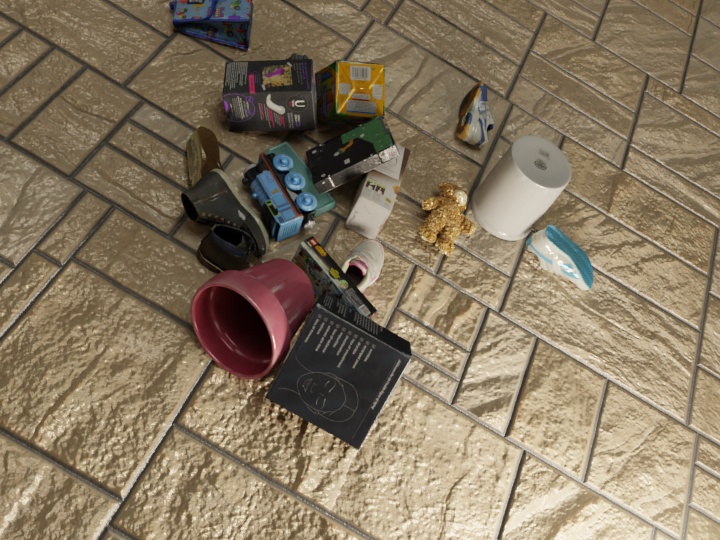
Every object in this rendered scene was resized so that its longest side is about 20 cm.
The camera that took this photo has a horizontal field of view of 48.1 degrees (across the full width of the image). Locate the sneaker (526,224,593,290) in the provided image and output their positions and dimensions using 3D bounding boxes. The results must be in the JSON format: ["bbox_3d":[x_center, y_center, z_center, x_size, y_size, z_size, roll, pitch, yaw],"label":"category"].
[{"bbox_3d":[0.481,-0.024,1.926,0.200,0.081,0.077,43,48,-17],"label":"sneaker"}]

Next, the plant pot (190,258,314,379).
[{"bbox_3d":[-0.185,0.073,1.506,0.200,0.200,0.179,42,42,8],"label":"plant pot"}]

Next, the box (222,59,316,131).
[{"bbox_3d":[-0.199,-0.390,1.804,0.198,0.123,0.107,-1,57,1],"label":"box"}]

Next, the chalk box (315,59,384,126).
[{"bbox_3d":[-0.035,-0.409,1.902,0.123,0.200,0.126,0,91,-21],"label":"chalk box"}]

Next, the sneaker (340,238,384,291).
[{"bbox_3d":[0.000,0.000,1.691,0.081,0.088,0.201,32,52,-1],"label":"sneaker"}]

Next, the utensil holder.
[{"bbox_3d":[0.379,-0.195,1.911,0.168,0.200,0.171,11,56,-16],"label":"utensil holder"}]

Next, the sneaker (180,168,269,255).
[{"bbox_3d":[-0.275,-0.096,1.630,0.106,0.075,0.201,-41,99,-36],"label":"sneaker"}]

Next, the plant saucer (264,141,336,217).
[{"bbox_3d":[-0.134,-0.210,1.817,0.070,0.019,0.200,-29,72,-35],"label":"plant saucer"}]

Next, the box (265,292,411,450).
[{"bbox_3d":[-0.037,0.181,1.473,0.195,0.201,0.124,30,9,-1],"label":"box"}]

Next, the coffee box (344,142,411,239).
[{"bbox_3d":[0.039,-0.187,1.814,0.079,0.115,0.201,24,53,-7],"label":"coffee box"}]

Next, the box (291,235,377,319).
[{"bbox_3d":[-0.065,0.048,1.602,0.040,0.137,0.200,-32,75,-37],"label":"box"}]

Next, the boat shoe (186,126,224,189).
[{"bbox_3d":[-0.331,-0.207,1.711,0.073,0.062,0.202,20,51,-43],"label":"boat shoe"}]

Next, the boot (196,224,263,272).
[{"bbox_3d":[-0.227,-0.018,1.600,0.198,0.097,0.075,25,52,-6],"label":"boot"}]

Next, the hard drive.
[{"bbox_3d":[-0.019,-0.259,1.791,0.199,0.038,0.140,-26,40,7],"label":"hard drive"}]

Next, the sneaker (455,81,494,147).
[{"bbox_3d":[0.308,-0.402,2.107,0.088,0.075,0.201,29,58,-17],"label":"sneaker"}]

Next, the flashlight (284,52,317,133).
[{"bbox_3d":[-0.146,-0.421,1.925,0.067,0.068,0.202,8,60,-23],"label":"flashlight"}]

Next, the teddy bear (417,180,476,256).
[{"bbox_3d":[0.203,-0.126,1.874,0.145,0.067,0.200,44,53,5],"label":"teddy bear"}]

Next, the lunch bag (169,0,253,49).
[{"bbox_3d":[-0.364,-0.633,1.965,0.198,0.094,0.152,4,57,-6],"label":"lunch bag"}]

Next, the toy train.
[{"bbox_3d":[-0.175,-0.163,1.728,0.113,0.087,0.201,-22,70,-27],"label":"toy train"}]
